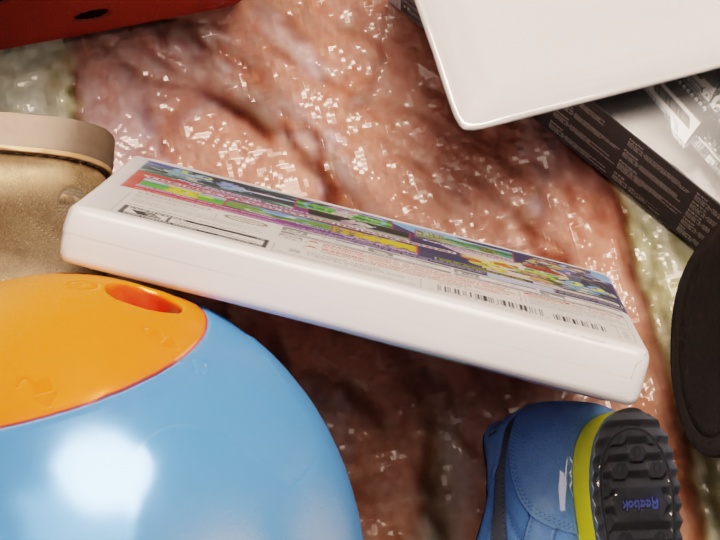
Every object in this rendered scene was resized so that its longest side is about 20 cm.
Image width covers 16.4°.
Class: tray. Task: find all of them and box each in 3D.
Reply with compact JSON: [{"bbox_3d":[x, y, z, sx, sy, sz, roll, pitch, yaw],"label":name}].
[{"bbox_3d":[0.115,-0.122,0.993,0.199,0.022,0.108,-14,70,-11],"label":"tray"}]

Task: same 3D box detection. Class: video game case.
[{"bbox_3d":[0.000,0.000,0.906,0.199,0.182,0.023,14,98,0],"label":"video game case"}]

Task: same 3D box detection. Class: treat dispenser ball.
[{"bbox_3d":[-0.098,0.101,0.831,0.200,0.201,0.202,2,67,-6],"label":"treat dispenser ball"}]

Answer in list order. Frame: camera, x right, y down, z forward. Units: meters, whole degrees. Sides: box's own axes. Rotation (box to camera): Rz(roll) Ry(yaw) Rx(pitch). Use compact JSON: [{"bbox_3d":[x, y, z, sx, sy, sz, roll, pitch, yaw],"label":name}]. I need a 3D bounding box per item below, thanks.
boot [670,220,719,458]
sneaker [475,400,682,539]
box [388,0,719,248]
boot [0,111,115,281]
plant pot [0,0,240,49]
[{"bbox_3d":[0.223,0.009,0.970,0.199,0.068,0.189,24,70,-27],"label":"boot"},{"bbox_3d":[0.073,0.149,0.916,0.066,0.078,0.201,11,76,-47],"label":"sneaker"},{"bbox_3d":[0.135,-0.114,1.031,0.200,0.050,0.158,40,70,10],"label":"box"},{"bbox_3d":[-0.194,-0.021,0.947,0.199,0.074,0.076,3,77,-8],"label":"boot"},{"bbox_3d":[-0.120,-0.193,0.966,0.199,0.200,0.177,-12,80,-11],"label":"plant pot"}]
